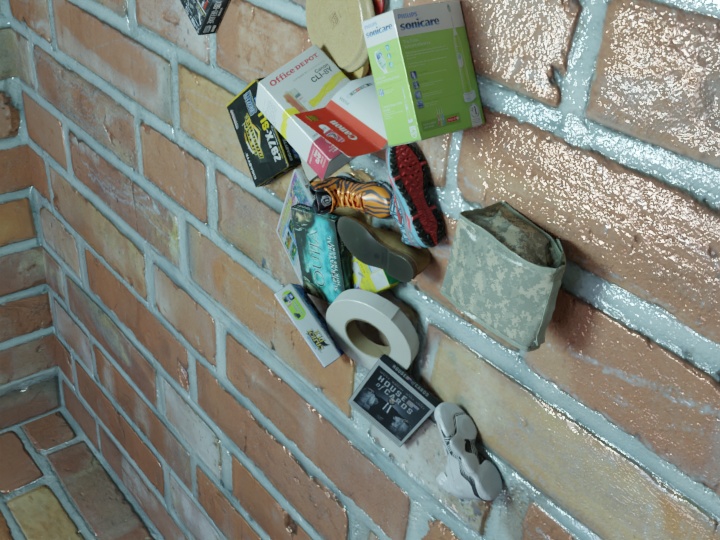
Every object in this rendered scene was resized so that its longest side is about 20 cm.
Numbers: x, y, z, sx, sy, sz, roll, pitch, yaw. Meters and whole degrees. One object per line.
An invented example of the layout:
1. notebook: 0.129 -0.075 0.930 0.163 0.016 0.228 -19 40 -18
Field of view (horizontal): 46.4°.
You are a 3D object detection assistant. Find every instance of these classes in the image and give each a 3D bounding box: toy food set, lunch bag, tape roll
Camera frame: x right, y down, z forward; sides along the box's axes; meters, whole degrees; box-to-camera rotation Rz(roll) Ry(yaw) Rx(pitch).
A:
1. toy food set: -0.029 -0.456 1.520 0.200 0.049 0.198 59 143 16
2. lunch bag: 0.238 0.011 1.329 0.200 0.117 0.165 43 136 40
3. tape roll: 0.023 0.124 1.675 0.202 0.037 0.203 24 142 21

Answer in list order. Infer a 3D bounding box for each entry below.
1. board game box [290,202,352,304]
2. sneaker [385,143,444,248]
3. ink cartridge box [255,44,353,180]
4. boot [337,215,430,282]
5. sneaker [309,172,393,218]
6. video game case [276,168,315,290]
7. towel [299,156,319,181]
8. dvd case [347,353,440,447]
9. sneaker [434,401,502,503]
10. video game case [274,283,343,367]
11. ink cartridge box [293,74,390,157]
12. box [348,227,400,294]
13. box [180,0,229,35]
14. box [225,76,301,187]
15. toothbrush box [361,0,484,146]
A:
1. board game box: -0.077 -0.029 1.709 0.135 0.028 0.201 19 126 42
2. sneaker: 0.076 -0.132 1.511 0.095 0.079 0.201 -9 99 57
3. ink cartridge box: -0.075 -0.290 1.534 0.200 0.145 0.083 48 159 9
4. boot: 0.043 -0.049 1.583 0.200 0.075 0.074 33 135 27
5. sneaker: -0.025 -0.132 1.616 0.200 0.112 0.078 19 121 48
6. video game case: -0.124 -0.087 1.816 0.182 0.024 0.200 62 148 31
7. towel: -0.072 -0.271 1.680 0.200 0.034 0.133 -24 84 54
8. dvd case: 0.065 0.270 1.723 0.150 0.025 0.200 40 142 7
9. sneaker: 0.181 0.355 1.608 0.200 0.075 0.115 60 141 8
10. video game case: -0.102 0.113 1.780 0.182 0.045 0.200 56 -179 3
11. ink cartridge box: 0.013 -0.268 1.422 0.162 0.200 0.050 41 136 34
12. box: 0.000 0.000 1.705 0.200 0.048 0.118 -27 85 53
13. box: -0.363 -0.655 1.870 0.200 0.050 0.158 61 144 13
14. box: -0.212 -0.301 1.842 0.159 0.049 0.201 -20 90 53
15. toothbrush box: 0.101 -0.312 1.331 0.086 0.145 0.201 2 108 53
